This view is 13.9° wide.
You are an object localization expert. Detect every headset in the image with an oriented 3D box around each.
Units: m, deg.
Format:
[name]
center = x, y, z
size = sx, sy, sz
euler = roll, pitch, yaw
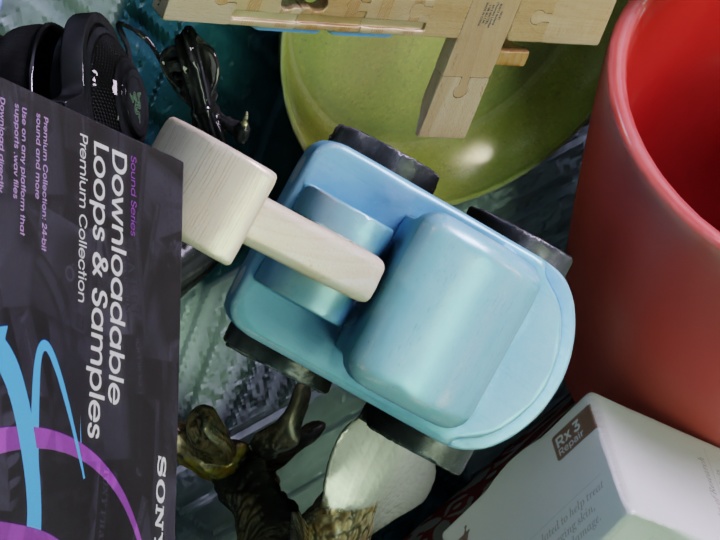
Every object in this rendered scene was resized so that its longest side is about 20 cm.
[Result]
[headset]
center = -0.119, -0.043, 1.040
size = 0.200, 0.123, 0.094
euler = -28, 113, -46

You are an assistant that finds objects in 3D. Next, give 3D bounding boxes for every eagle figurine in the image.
[eagle figurine]
center = -0.036, 0.158, 1.210
size = 0.151, 0.201, 0.151
euler = -3, 148, -15

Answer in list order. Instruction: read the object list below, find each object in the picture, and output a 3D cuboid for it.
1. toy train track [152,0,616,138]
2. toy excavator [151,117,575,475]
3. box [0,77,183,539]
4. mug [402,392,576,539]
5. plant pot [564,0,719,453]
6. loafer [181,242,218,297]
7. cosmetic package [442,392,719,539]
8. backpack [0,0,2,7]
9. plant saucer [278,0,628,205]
[toy train track]
center = 0.008, -0.108, 1.129
size = 0.199, 0.033, 0.115
euler = 0, 126, -34
[toy excavator]
center = 0.000, 0.000, 1.085
size = 0.194, 0.200, 0.100
euler = 30, 88, -11
[box]
center = -0.116, 0.014, 0.881
size = 0.200, 0.036, 0.144
euler = 24, 64, -61
[mug]
center = 0.094, 0.129, 1.373
size = 0.200, 0.177, 0.134
euler = -44, 102, -13
[plant pot]
center = 0.174, -0.010, 1.253
size = 0.200, 0.201, 0.178
euler = -19, 150, -29
[loafer]
center = -0.137, 0.025, 1.120
size = 0.200, 0.068, 0.071
euler = -30, 143, -15
[cosmetic package]
center = 0.144, 0.135, 1.241
size = 0.199, 0.074, 0.102
euler = 21, 125, -34
[backpack]
center = -0.199, -0.114, 0.911
size = 0.190, 0.154, 0.201
euler = -22, 129, -41
[plant saucer]
center = 0.043, -0.120, 1.192
size = 0.199, 0.031, 0.201
euler = -23, 132, -27
